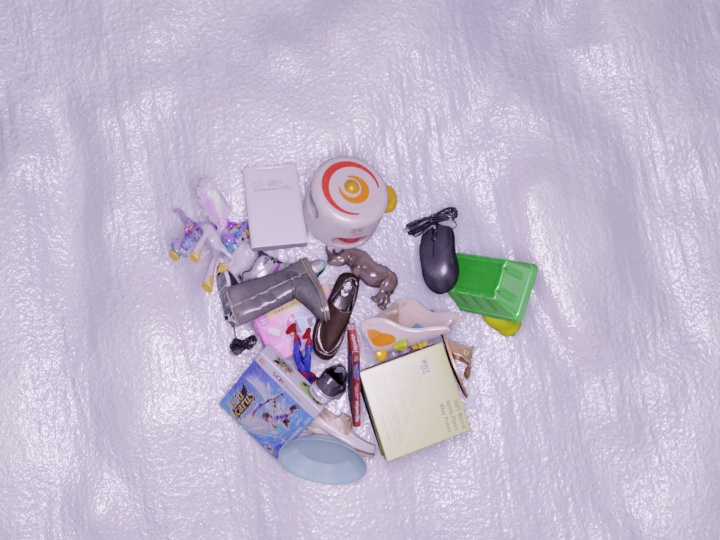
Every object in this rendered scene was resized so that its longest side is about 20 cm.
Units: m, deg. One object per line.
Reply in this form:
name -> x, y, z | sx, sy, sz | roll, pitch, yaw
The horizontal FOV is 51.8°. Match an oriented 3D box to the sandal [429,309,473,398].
sandal -> 0.226, 0.180, 1.712 | 0.068, 0.078, 0.215 | -25, 81, -2

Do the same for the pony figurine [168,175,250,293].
pony figurine -> -0.337, -0.080, 1.652 | 0.193, 0.166, 0.201 | 43, 43, -12

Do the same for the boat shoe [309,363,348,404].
boat shoe -> -0.057, 0.235, 1.614 | 0.070, 0.200, 0.066 | 44, 98, 11

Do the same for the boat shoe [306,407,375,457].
boat shoe -> -0.047, 0.352, 1.667 | 0.197, 0.075, 0.070 | 27, 82, -3

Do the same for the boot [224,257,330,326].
boot -> -0.178, 0.069, 1.595 | 0.196, 0.074, 0.183 | -20, 50, -15

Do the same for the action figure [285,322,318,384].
action figure -> -0.137, 0.222, 1.622 | 0.064, 0.203, 0.100 | 15, 47, 22

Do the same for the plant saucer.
plant saucer -> -0.080, 0.403, 1.617 | 0.196, 0.203, 0.039 | 12, 49, -3

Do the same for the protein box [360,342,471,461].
protein box -> 0.113, 0.290, 1.658 | 0.196, 0.135, 0.203 | -18, 84, -7

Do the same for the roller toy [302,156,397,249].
roller toy -> -0.031, -0.155, 1.675 | 0.198, 0.140, 0.184 | 35, 59, 2

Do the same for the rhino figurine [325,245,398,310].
rhino figurine -> 0.000, 0.000, 1.723 | 0.198, 0.060, 0.088 | 35, 80, 2

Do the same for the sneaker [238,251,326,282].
sneaker -> -0.187, -0.012, 1.699 | 0.197, 0.078, 0.142 | -29, 82, -13

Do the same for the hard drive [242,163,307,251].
hard drive -> -0.198, -0.147, 1.711 | 0.128, 0.026, 0.205 | -6, 70, -11

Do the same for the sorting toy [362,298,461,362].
sorting toy -> 0.126, 0.126, 1.627 | 0.176, 0.199, 0.110 | -10, 96, 24

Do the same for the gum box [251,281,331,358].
gum box -> -0.143, 0.123, 1.690 | 0.197, 0.066, 0.116 | -25, 87, -8

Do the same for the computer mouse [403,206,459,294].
computer mouse -> 0.168, -0.046, 1.696 | 0.136, 0.053, 0.205 | -19, 63, 24

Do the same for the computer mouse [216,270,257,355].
computer mouse -> -0.280, 0.087, 1.676 | 0.043, 0.109, 0.205 | -6, 74, -31

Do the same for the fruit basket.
fruit basket -> 0.315, 0.055, 1.699 | 0.211, 0.216, 0.159 | 21, 82, -2

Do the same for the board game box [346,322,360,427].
board game box -> -0.015, 0.229, 1.620 | 0.019, 0.104, 0.204 | -3, 120, -5

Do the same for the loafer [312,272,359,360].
loafer -> -0.055, 0.096, 1.632 | 0.071, 0.071, 0.205 | 18, 81, -5

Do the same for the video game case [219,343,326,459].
video game case -> -0.192, 0.289, 1.618 | 0.181, 0.045, 0.201 | 43, 122, 3
